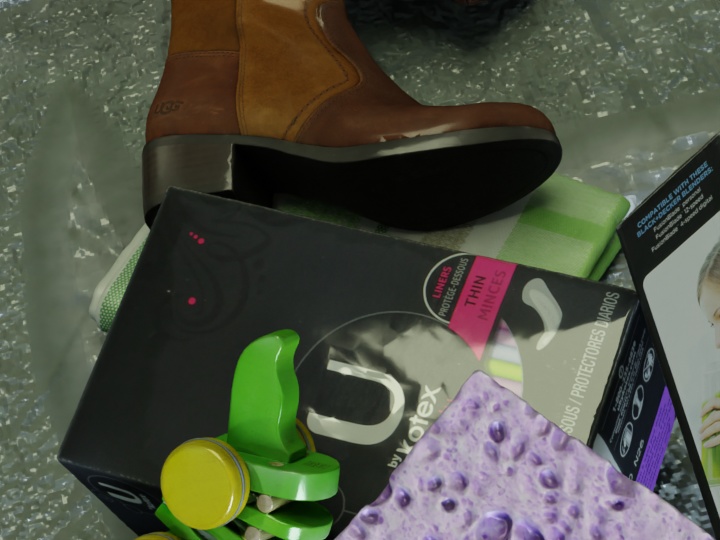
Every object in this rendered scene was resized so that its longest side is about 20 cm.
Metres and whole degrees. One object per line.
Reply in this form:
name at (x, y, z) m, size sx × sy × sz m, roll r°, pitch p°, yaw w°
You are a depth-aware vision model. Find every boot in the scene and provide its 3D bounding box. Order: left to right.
boot at (-0.005, -0.114, 1.047) m, size 0.188 × 0.068 × 0.200 m, roll -9°, pitch 60°, yaw 20°

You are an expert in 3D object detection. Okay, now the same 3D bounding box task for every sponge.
sponge at (0.019, 0.141, 0.782) m, size 0.111 × 0.030 × 0.200 m, roll 36°, pitch 80°, yaw 28°

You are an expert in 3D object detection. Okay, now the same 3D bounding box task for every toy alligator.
toy alligator at (-0.053, 0.115, 0.822) m, size 0.054 × 0.200 × 0.059 m, roll 33°, pitch 20°, yaw 20°

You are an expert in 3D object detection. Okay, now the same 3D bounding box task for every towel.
towel at (0.000, 0.000, 1.029) m, size 0.200 × 0.031 × 0.149 m, roll 19°, pitch 59°, yaw 24°

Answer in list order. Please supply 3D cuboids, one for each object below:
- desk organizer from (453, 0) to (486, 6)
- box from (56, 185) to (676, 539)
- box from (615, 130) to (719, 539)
desk organizer at (-0.009, -0.174, 1.143) m, size 0.200 × 0.077 × 0.072 m, roll 23°, pitch 59°, yaw 29°
box at (0.006, 0.059, 0.903) m, size 0.200 × 0.106 × 0.122 m, roll 12°, pitch 69°, yaw 23°
box at (0.169, 0.058, 0.785) m, size 0.116 × 0.060 × 0.200 m, roll 13°, pitch 48°, yaw -35°
